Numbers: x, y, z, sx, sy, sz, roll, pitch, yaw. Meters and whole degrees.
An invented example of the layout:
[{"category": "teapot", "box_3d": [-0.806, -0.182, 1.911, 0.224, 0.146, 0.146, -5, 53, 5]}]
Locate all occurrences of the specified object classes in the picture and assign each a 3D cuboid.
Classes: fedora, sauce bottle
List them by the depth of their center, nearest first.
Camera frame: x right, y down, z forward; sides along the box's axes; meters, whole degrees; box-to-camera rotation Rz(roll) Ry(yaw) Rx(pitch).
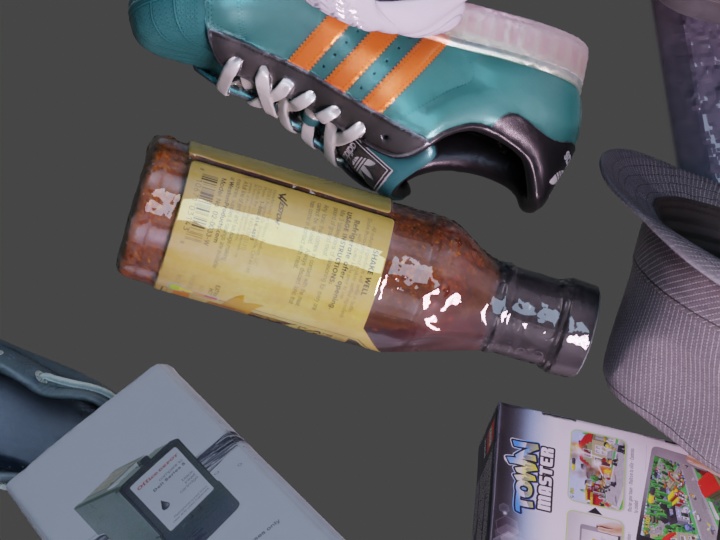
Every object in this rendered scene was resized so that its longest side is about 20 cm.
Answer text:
[{"category": "fedora", "box_3d": [0.171, 0.035, 1.098, 0.199, 0.177, 0.091, 21, 106, -11]}, {"category": "sauce bottle", "box_3d": [0.000, 0.000, 1.107, 0.199, 0.066, 0.066, 18, 77, -5]}]

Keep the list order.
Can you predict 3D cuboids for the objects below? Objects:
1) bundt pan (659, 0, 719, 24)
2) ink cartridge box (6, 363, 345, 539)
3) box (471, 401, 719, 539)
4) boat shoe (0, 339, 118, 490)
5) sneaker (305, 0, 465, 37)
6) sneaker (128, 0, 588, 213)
[{"category": "bundt pan", "box_3d": [0.154, -0.195, 1.107, 0.075, 0.202, 0.203, 5, 79, 2]}, {"category": "ink cartridge box", "box_3d": [-0.034, 0.140, 0.984, 0.084, 0.200, 0.146, -38, 119, -9]}, {"category": "box", "box_3d": [0.096, 0.150, 1.063, 0.109, 0.035, 0.201, 13, 48, -6]}, {"category": "boat shoe", "box_3d": [-0.176, 0.045, 1.072, 0.199, 0.062, 0.073, 22, 77, -5]}, {"category": "sneaker", "box_3d": [0.044, -0.167, 1.081, 0.075, 0.114, 0.200, 36, 33, 23]}, {"category": "sneaker", "box_3d": [-0.003, -0.076, 1.118, 0.199, 0.071, 0.080, 11, 75, -7]}]
